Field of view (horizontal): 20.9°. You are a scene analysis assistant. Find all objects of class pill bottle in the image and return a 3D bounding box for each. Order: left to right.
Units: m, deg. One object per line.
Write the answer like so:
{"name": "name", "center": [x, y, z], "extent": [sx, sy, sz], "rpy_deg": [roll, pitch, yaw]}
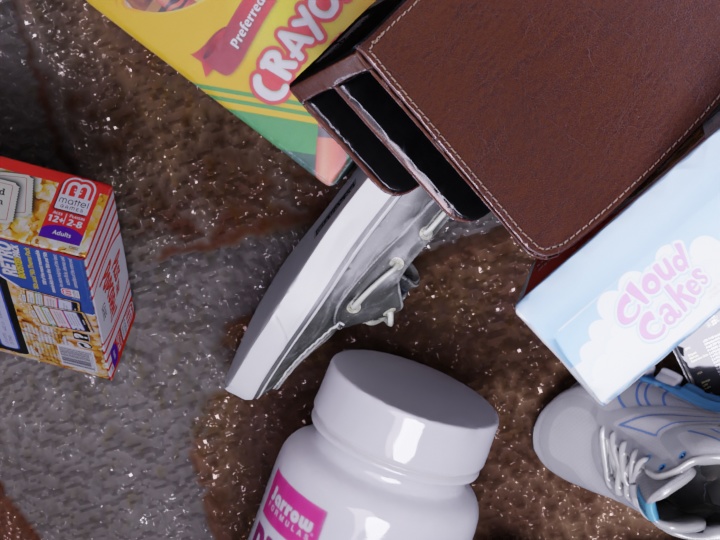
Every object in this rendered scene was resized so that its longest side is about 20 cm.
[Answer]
{"name": "pill bottle", "center": [-0.004, 0.152, 1.045], "extent": [0.113, 0.113, 0.200], "rpy_deg": [21, 104, 4]}

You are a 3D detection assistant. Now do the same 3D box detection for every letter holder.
{"name": "letter holder", "center": [0.093, -0.110, 0.942], "extent": [0.142, 0.101, 0.200], "rpy_deg": [47, 72, -10]}

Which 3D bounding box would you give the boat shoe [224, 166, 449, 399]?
{"name": "boat shoe", "center": [0.000, 0.000, 1.037], "extent": [0.064, 0.071, 0.200], "rpy_deg": [34, 111, -10]}

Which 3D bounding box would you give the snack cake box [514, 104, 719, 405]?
{"name": "snack cake box", "center": [0.172, -0.033, 0.939], "extent": [0.200, 0.115, 0.067], "rpy_deg": [-42, 93, 14]}

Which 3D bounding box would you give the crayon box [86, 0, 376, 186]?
{"name": "crayon box", "center": [-0.055, -0.154, 1.021], "extent": [0.200, 0.051, 0.127], "rpy_deg": [36, 104, 1]}

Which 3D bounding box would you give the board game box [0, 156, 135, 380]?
{"name": "board game box", "center": [-0.226, -0.014, 1.032], "extent": [0.200, 0.152, 0.046], "rpy_deg": [14, 63, 5]}

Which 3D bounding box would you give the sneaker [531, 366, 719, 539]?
{"name": "sneaker", "center": [0.156, 0.098, 0.989], "extent": [0.200, 0.087, 0.075], "rpy_deg": [3, 111, 46]}

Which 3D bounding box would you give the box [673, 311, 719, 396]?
{"name": "box", "center": [0.244, -0.020, 1.012], "extent": [0.200, 0.044, 0.160], "rpy_deg": [-26, 96, 12]}
